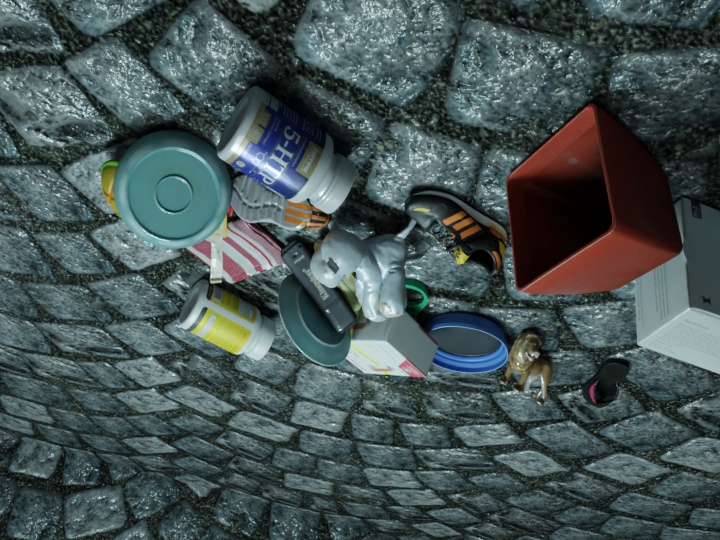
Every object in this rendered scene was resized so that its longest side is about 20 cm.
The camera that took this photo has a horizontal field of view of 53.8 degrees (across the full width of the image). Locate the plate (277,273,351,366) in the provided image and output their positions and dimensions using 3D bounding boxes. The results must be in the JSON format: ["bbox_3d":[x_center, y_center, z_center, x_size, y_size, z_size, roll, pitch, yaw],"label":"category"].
[{"bbox_3d":[-0.082,0.089,1.398,0.025,0.204,0.198,-33,127,32],"label":"plate"}]

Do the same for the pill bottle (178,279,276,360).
[{"bbox_3d":[-0.292,0.114,1.576,0.197,0.117,0.113,31,143,-24],"label":"pill bottle"}]

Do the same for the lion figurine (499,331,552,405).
[{"bbox_3d":[0.369,0.208,1.525,0.072,0.125,0.199,27,177,38],"label":"lion figurine"}]

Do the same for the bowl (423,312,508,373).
[{"bbox_3d":[0.222,0.157,1.532,0.194,0.040,0.203,9,146,6],"label":"bowl"}]

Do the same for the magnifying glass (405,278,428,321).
[{"bbox_3d":[0.105,0.082,1.483,0.077,0.023,0.202,6,144,10],"label":"magnifying glass"}]

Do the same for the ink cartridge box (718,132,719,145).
[{"bbox_3d":[0.586,-0.178,0.881,0.194,0.086,0.177,13,146,1],"label":"ink cartridge box"}]

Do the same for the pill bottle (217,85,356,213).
[{"bbox_3d":[-0.108,-0.176,1.087,0.197,0.122,0.119,29,143,-24],"label":"pill bottle"}]

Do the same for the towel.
[{"bbox_3d":[-0.248,-0.038,1.426,0.196,0.023,0.144,-17,135,37],"label":"towel"}]

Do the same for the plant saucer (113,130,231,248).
[{"bbox_3d":[-0.314,-0.130,1.193,0.194,0.027,0.206,-6,113,-15],"label":"plant saucer"}]

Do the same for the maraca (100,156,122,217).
[{"bbox_3d":[-0.374,-0.124,1.260,0.135,0.109,0.200,-7,139,48],"label":"maraca"}]

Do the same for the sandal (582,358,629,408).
[{"bbox_3d":[0.540,0.262,1.570,0.073,0.046,0.202,8,146,6],"label":"sandal"}]

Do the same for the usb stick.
[{"bbox_3d":[-0.081,0.031,1.375,0.055,0.033,0.202,-34,96,15],"label":"usb stick"}]

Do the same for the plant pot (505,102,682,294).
[{"bbox_3d":[0.345,-0.079,1.025,0.172,0.205,0.200,14,149,-23],"label":"plant pot"}]

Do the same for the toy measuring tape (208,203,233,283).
[{"bbox_3d":[-0.266,-0.081,1.288,0.071,0.074,0.205,8,116,6],"label":"toy measuring tape"}]

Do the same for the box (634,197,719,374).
[{"bbox_3d":[0.541,0.030,1.092,0.195,0.203,0.131,18,147,-9],"label":"box"}]

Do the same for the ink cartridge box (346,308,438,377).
[{"bbox_3d":[0.043,0.152,1.503,0.197,0.085,0.145,-5,142,48],"label":"ink cartridge box"}]

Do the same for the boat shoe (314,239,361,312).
[{"bbox_3d":[-0.031,0.002,1.381,0.073,0.063,0.203,42,166,45],"label":"boat shoe"}]

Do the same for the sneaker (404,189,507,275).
[{"bbox_3d":[0.160,-0.061,1.190,0.196,0.092,0.070,23,145,-16],"label":"sneaker"}]

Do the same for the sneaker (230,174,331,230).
[{"bbox_3d":[-0.134,-0.108,1.232,0.197,0.080,0.111,25,-169,32],"label":"sneaker"}]

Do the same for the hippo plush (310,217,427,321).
[{"bbox_3d":[0.000,0.000,1.237,0.157,0.164,0.199,7,155,-30],"label":"hippo plush"}]
